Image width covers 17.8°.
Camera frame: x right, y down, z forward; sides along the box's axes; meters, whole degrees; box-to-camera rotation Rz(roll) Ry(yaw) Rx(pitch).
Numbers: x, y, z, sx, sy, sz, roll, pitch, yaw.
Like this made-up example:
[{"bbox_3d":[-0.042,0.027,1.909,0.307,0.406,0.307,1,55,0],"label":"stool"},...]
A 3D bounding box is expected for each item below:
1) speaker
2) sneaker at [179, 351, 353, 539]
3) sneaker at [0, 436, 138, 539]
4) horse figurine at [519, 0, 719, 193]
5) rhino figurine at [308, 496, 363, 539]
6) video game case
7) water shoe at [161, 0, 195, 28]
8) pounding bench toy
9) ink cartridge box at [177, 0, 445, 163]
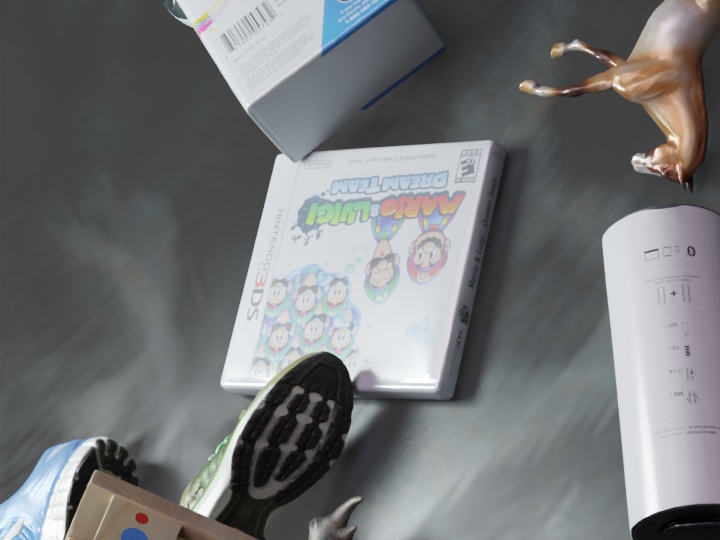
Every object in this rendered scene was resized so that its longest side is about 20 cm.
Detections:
[{"bbox_3d":[0.192,0.065,1.367,0.081,0.081,0.201,-21,56,30],"label":"speaker"},{"bbox_3d":[-0.081,0.131,1.568,0.200,0.077,0.089,-55,30,8],"label":"sneaker"},{"bbox_3d":[-0.233,0.214,1.658,0.089,0.078,0.201,1,60,48],"label":"sneaker"},{"bbox_3d":[0.195,-0.161,1.500,0.132,0.050,0.201,19,75,31],"label":"horse figurine"},{"bbox_3d":[-0.034,0.240,1.477,0.087,0.060,0.201,15,80,50],"label":"rhino figurine"},{"bbox_3d":[0.000,0.000,1.601,0.199,0.024,0.183,-1,68,39],"label":"video game case"},{"bbox_3d":[-0.162,-0.265,1.835,0.072,0.079,0.200,-47,47,10],"label":"water shoe"},{"bbox_3d":[-0.165,0.267,1.487,0.156,0.124,0.200,-69,4,-48],"label":"pounding bench toy"},{"bbox_3d":[-0.050,-0.202,1.685,0.144,0.085,0.200,-36,53,5],"label":"ink cartridge box"}]
